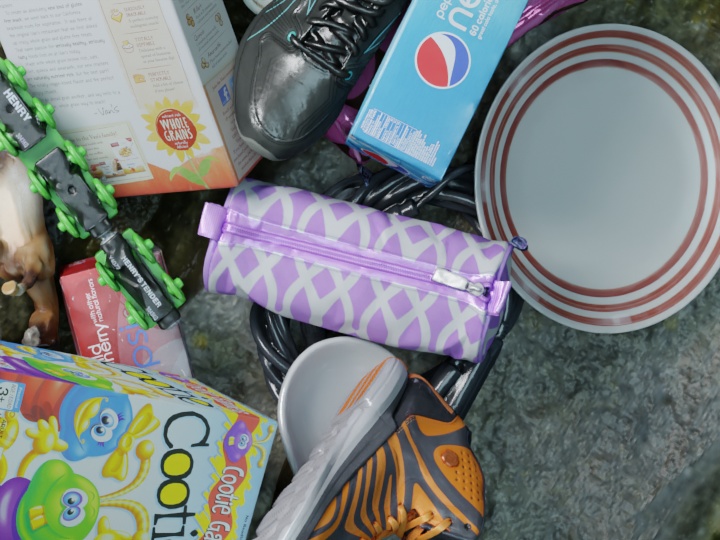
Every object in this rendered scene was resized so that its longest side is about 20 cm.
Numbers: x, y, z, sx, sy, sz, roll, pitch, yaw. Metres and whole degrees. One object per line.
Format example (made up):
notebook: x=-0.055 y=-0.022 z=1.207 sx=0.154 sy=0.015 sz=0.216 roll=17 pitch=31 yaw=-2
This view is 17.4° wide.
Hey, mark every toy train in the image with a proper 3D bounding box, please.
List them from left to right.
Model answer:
toy train: x=-0.173 y=-0.047 z=1.436 sx=0.042 sy=0.056 sz=0.201 roll=-36 pitch=98 yaw=-1

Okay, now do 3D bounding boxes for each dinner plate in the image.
dinner plate: x=0.161 y=-0.060 z=1.537 sx=0.199 sy=0.024 sz=0.202 roll=-2 pitch=94 yaw=-23

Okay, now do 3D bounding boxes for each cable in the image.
cable: x=0.022 y=0.015 z=1.538 sx=0.162 sy=0.051 sz=0.201 roll=28 pitch=92 yaw=-3

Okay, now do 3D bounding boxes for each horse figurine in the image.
horse figurine: x=-0.230 y=-0.049 z=1.468 sx=0.050 sy=0.133 sz=0.201 roll=-22 pitch=83 yaw=9

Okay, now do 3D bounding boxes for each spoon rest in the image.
spoon rest: x=-0.012 y=0.142 z=1.473 sx=0.099 sy=0.061 sz=0.202 roll=10 pitch=83 yaw=-24

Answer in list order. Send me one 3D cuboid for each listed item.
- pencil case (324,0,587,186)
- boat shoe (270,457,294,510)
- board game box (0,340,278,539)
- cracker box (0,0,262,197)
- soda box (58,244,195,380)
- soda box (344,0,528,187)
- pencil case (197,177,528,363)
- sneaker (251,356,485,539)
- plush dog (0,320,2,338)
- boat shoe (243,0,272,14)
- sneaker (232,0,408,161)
pencil case: x=0.053 y=-0.150 z=1.495 sx=0.200 sy=0.094 sz=0.091 roll=-39 pitch=116 yaw=-1
boat shoe: x=-0.020 y=0.206 z=1.542 sx=0.066 sy=0.074 sz=0.202 roll=3 pitch=92 yaw=-26
board game box: x=-0.166 y=0.109 z=1.387 sx=0.199 sy=0.103 sz=0.106 roll=13 pitch=95 yaw=-37
cracker box: x=-0.149 y=-0.145 z=1.430 sx=0.133 sy=0.058 sz=0.201 roll=-3 pitch=120 yaw=30
soda box: x=-0.138 y=0.087 z=1.513 sx=0.069 sy=0.063 sz=0.202 roll=-15 pitch=97 yaw=-6
soda box: x=0.062 y=-0.154 z=1.420 sx=0.064 sy=0.068 sz=0.201 roll=27 pitch=87 yaw=-2
pencil case: x=0.000 y=0.000 z=1.468 sx=0.198 sy=0.085 sz=0.085 roll=13 pitch=91 yaw=5
sneaker: x=0.010 y=0.154 z=1.412 sx=0.112 sy=0.078 sz=0.200 roll=40 pitch=62 yaw=-8
plush dog: x=-0.325 y=0.081 z=1.468 sx=0.171 sy=0.161 sz=0.201 roll=25 pitch=79 yaw=9
boat shoe: x=-0.009 y=-0.244 z=1.493 sx=0.075 sy=0.062 sz=0.201 roll=31 pitch=89 yaw=-7
sneaker: x=-0.014 y=-0.160 z=1.409 sx=0.075 sy=0.079 sz=0.201 roll=30 pitch=77 yaw=-11
